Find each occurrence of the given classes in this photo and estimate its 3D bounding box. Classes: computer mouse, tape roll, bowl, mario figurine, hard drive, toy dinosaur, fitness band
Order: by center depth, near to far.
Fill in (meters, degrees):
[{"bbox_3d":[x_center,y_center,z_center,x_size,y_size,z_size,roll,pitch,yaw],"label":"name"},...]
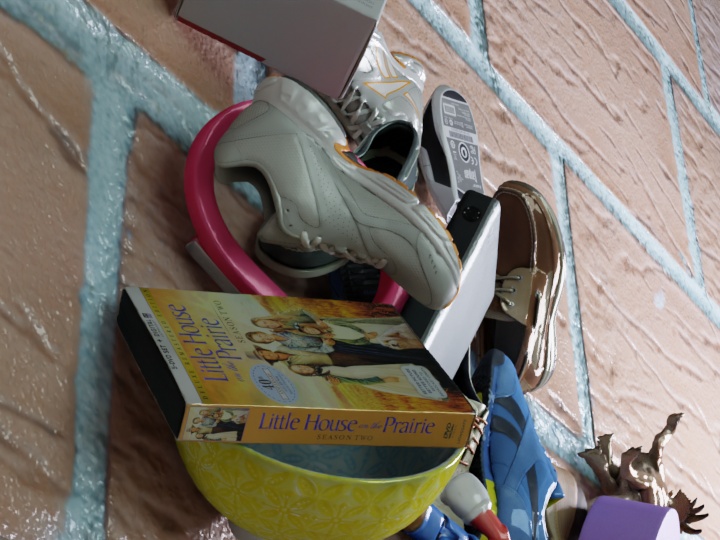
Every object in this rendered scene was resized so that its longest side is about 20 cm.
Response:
[{"bbox_3d":[-0.038,0.126,1.159,0.200,0.199,0.109,-38,148,-62],"label":"bowl"},{"bbox_3d":[-0.044,-0.031,1.275,0.200,0.037,0.144,46,60,-15],"label":"fitness band"},{"bbox_3d":[0.051,0.057,1.340,0.140,0.033,0.201,88,27,-57],"label":"hard drive"},{"bbox_3d":[0.074,0.236,1.342,0.199,0.123,0.106,36,21,-30],"label":"mario figurine"},{"bbox_3d":[0.220,0.297,1.503,0.200,0.065,0.202,8,90,-71],"label":"tape roll"},{"bbox_3d":[0.085,-0.071,1.636,0.109,0.044,0.202,10,68,-55],"label":"computer mouse"},{"bbox_3d":[0.280,0.228,1.747,0.200,0.085,0.137,-27,102,-58],"label":"toy dinosaur"}]

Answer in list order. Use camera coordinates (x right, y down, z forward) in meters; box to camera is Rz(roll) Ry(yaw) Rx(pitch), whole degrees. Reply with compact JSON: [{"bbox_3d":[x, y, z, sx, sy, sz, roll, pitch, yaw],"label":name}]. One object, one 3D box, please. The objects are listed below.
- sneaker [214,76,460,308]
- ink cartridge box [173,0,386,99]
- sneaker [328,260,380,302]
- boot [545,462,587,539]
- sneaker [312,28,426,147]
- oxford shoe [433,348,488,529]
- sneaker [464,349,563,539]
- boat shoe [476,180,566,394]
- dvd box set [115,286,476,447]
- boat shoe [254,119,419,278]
[{"bbox_3d":[-0.021,-0.034,1.224,0.200,0.076,0.092,44,68,-1],"label":"sneaker"},{"bbox_3d":[-0.046,-0.245,1.399,0.145,0.083,0.201,25,38,-6],"label":"ink cartridge box"},{"bbox_3d":[0.000,0.000,1.417,0.079,0.065,0.201,98,-14,-45],"label":"sneaker"},{"bbox_3d":[0.173,0.272,1.519,0.167,0.072,0.202,50,39,-44],"label":"boot"},{"bbox_3d":[0.003,-0.149,1.504,0.199,0.075,0.093,17,61,-56],"label":"sneaker"},{"bbox_3d":[0.065,0.133,1.409,0.071,0.073,0.202,31,46,-55],"label":"oxford shoe"},{"bbox_3d":[0.125,0.157,1.471,0.078,0.066,0.201,16,46,-14],"label":"sneaker"},{"bbox_3d":[0.137,0.022,1.578,0.072,0.075,0.202,-23,115,-47],"label":"boat shoe"},{"bbox_3d":[-0.043,0.061,1.127,0.198,0.030,0.146,5,26,-26],"label":"dvd box set"},{"bbox_3d":[-0.014,-0.060,1.363,0.072,0.062,0.200,32,38,16],"label":"boat shoe"}]
